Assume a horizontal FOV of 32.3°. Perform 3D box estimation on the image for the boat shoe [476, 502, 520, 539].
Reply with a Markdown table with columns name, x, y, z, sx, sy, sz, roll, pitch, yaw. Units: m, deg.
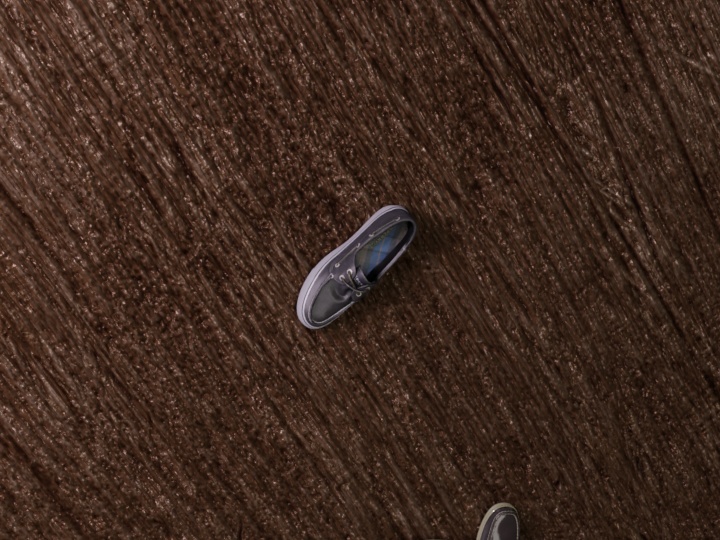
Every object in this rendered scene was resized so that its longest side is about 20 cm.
| name | x | y | z | sx | sy | sz | roll | pitch | yaw |
| --- | --- | --- | --- | --- | --- | --- | --- | --- | --- |
| boat shoe | 0.203 | 0.436 | 1.789 | 0.072 | 0.065 | 0.203 | 1 | 102 | -19 |

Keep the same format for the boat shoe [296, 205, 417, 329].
| name | x | y | z | sx | sy | sz | roll | pitch | yaw |
| --- | --- | --- | --- | --- | --- | --- | --- | --- | --- |
| boat shoe | 0.000 | 0.000 | 1.598 | 0.200 | 0.066 | 0.070 | -44 | 114 | -6 |
